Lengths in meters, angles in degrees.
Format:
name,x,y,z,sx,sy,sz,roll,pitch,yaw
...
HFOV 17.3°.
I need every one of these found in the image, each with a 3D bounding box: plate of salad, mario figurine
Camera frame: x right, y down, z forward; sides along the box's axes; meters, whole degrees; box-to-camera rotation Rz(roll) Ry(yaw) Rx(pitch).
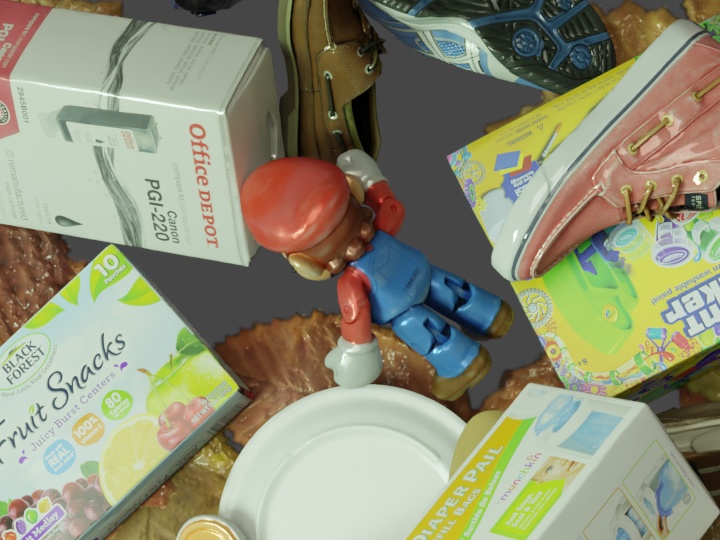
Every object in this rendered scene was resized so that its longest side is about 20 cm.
name,x,y,z,sx,sy,sz,roll,pitch,yaw
plate of salad,0.004,0.177,1.589,0.200,0.048,0.200,-1,82,7
mario figurine,0.000,0.000,1.584,0.200,0.123,0.106,39,113,-14

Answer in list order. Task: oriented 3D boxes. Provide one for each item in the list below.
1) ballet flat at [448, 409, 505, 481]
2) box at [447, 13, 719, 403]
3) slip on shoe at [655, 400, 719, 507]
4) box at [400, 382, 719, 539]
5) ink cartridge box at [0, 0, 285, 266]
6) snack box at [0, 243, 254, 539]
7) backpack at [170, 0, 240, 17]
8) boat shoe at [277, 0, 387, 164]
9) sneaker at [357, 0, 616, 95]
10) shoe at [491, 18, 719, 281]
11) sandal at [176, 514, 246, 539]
name,x,y,z,sx,sy,sz,roll,pitch,yaw
ballet flat,0.087,0.191,1.524,0.069,0.063,0.200,1,90,4
box,0.194,-0.028,1.553,0.200,0.122,0.193,-28,77,5
slip on shoe,0.202,0.121,1.559,0.200,0.076,0.061,-12,33,20
box,0.104,0.177,1.433,0.200,0.101,0.112,-49,30,-23
ink cartridge box,-0.160,-0.093,1.609,0.200,0.146,0.085,8,46,15
snack box,-0.195,0.101,1.640,0.200,0.053,0.142,-43,74,1
backpack,-0.059,-0.286,1.642,0.200,0.135,0.183,-21,78,-7
boat shoe,-0.013,-0.149,1.593,0.068,0.200,0.072,17,48,16
sneaker,0.083,-0.174,1.630,0.200,0.077,0.076,27,75,-3
shoe,0.174,-0.056,1.461,0.091,0.071,0.200,39,85,20
sandal,-0.103,0.267,1.563,0.079,0.059,0.207,-5,97,25
